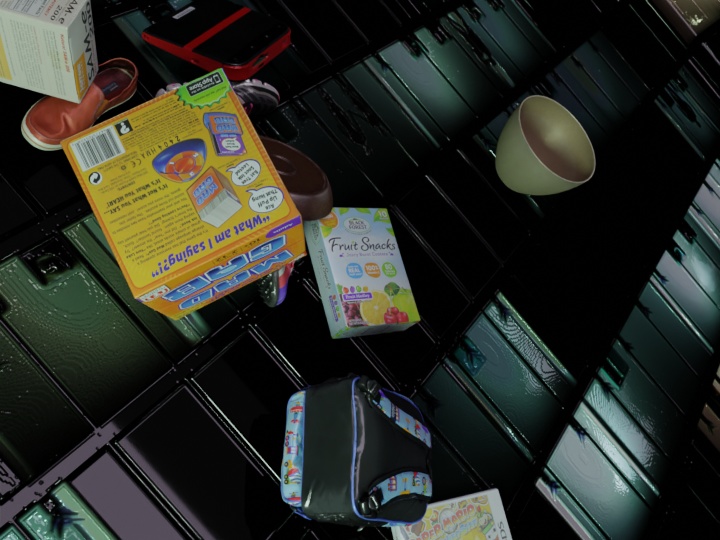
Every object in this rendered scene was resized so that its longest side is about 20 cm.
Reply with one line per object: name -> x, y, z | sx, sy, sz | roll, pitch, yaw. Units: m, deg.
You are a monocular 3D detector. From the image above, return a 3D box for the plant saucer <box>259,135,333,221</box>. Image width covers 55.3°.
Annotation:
plant saucer -> -0.126, -0.148, 1.036 | 0.200, 0.035, 0.200 | 23, 30, -14

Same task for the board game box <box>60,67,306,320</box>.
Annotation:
board game box -> -0.201, -0.081, 0.846 | 0.200, 0.200, 0.200 | -27, 81, -7

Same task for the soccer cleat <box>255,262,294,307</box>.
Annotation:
soccer cleat -> -0.116, -0.039, 1.016 | 0.073, 0.068, 0.200 | 7, 59, -27

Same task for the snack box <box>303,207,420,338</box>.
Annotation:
snack box -> 0.000, 0.000, 1.081 | 0.142, 0.053, 0.200 | -2, 67, -36

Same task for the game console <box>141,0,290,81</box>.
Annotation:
game console -> -0.223, -0.378, 1.108 | 0.177, 0.031, 0.200 | 23, 43, 8

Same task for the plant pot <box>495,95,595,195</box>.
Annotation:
plant pot -> 0.350, -0.230, 1.386 | 0.200, 0.134, 0.200 | 16, 58, -27

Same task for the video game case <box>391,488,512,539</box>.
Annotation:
video game case -> 0.145, 0.418, 0.975 | 0.200, 0.023, 0.182 | 0, 66, -34

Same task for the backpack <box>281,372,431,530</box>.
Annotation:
backpack -> 0.009, 0.244, 0.900 | 0.200, 0.134, 0.183 | 33, 49, -50

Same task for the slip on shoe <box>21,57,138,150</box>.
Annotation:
slip on shoe -> -0.382, -0.235, 0.946 | 0.074, 0.061, 0.200 | 45, 51, -8

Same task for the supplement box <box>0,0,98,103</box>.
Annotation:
supplement box -> -0.444, -0.304, 0.864 | 0.200, 0.126, 0.074 | 15, 56, -6

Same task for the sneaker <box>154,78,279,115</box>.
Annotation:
sneaker -> -0.210, -0.239, 1.058 | 0.200, 0.074, 0.088 | -13, 76, -35
